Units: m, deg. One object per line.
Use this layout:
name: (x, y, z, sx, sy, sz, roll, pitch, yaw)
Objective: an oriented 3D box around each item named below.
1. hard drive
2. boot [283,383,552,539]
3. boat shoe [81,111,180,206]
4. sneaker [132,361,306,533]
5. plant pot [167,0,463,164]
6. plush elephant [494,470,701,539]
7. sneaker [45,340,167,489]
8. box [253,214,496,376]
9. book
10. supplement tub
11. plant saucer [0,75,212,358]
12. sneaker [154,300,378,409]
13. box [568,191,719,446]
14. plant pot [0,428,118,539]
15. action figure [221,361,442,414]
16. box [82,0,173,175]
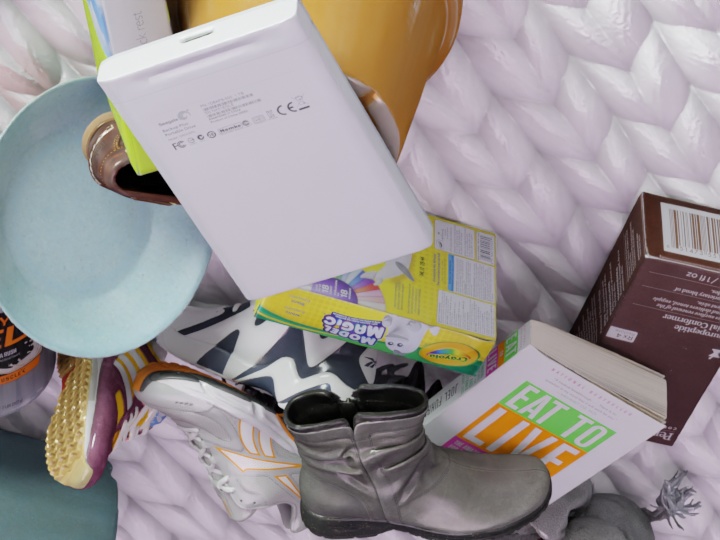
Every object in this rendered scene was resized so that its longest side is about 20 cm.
hard drive: (-0.055, -0.070, 1.330, 0.132, 0.027, 0.200, -16, 132, 18)
boot: (0.045, 0.138, 1.603, 0.200, 0.068, 0.131, -4, 135, -2)
boat shoe: (-0.093, -0.071, 1.526, 0.200, 0.070, 0.070, -2, 115, -23)
sneaker: (-0.095, 0.140, 1.651, 0.200, 0.076, 0.092, 29, 87, -28)
plant pot: (-0.034, -0.144, 1.404, 0.200, 0.183, 0.200, 2, 136, 2)
plush elephant: (0.184, 0.248, 1.799, 0.200, 0.165, 0.155, -46, 163, 24)
sneaker: (-0.183, 0.101, 1.656, 0.090, 0.200, 0.075, 26, 121, -19)
box: (0.000, 0.000, 1.598, 0.200, 0.117, 0.048, 17, 133, -13)
book: (0.119, 0.121, 1.668, 0.134, 0.048, 0.200, 27, 135, -22)
supplement tub: (-0.290, 0.007, 1.619, 0.122, 0.123, 0.200, 4, 136, 0)
plant saucer: (-0.193, -0.039, 1.549, 0.039, 0.201, 0.201, 9, 152, 52)
sneaker: (-0.064, 0.031, 1.673, 0.199, 0.130, 0.079, 24, 179, 31)
box: (0.226, 0.040, 1.657, 0.100, 0.075, 0.200, 12, 137, -9)
plant pot: (-0.315, 0.212, 1.794, 0.196, 0.200, 0.200, 14, 135, -21)
action figure: (-0.038, 0.116, 1.758, 0.200, 0.069, 0.130, -7, 142, 16)
box: (-0.156, -0.177, 1.417, 0.048, 0.122, 0.200, -16, 134, -9)
